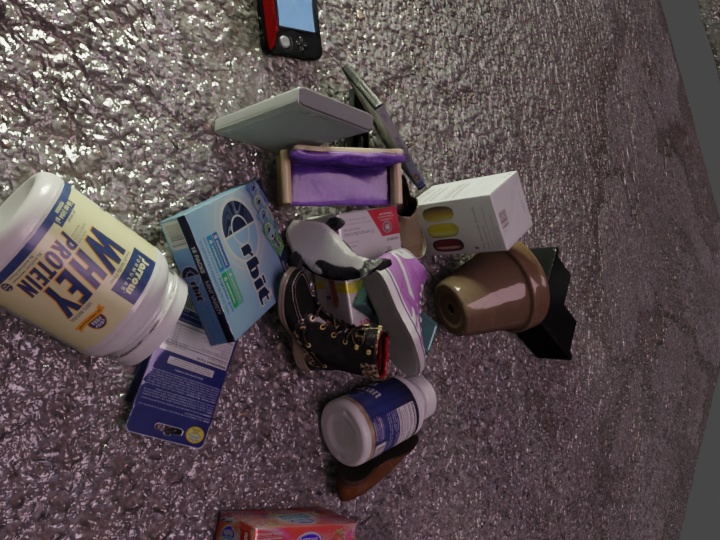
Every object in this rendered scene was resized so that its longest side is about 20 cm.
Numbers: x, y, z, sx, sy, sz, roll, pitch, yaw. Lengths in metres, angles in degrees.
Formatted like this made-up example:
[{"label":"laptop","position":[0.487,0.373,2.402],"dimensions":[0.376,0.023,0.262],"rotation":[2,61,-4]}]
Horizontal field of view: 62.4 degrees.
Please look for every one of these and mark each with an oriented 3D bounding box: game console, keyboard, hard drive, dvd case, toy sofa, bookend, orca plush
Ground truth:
[{"label":"game console","position":[-0.103,-0.440,0.899],"dimensions":[0.172,0.118,0.202],"rotation":[-10,96,-44]},{"label":"keyboard","position":[-0.019,-0.220,1.043],"dimensions":[0.104,0.039,0.202],"rotation":[11,79,-67]},{"label":"hard drive","position":[-0.098,-0.205,0.839],"dimensions":[0.131,0.199,0.027],"rotation":[8,84,-43]},{"label":"dvd case","position":[0.041,-0.240,1.003],"dimensions":[0.017,0.143,0.200],"rotation":[-34,139,4]},{"label":"toy sofa","position":[-0.029,-0.143,0.931],"dimensions":[0.198,0.097,0.084],"rotation":[-2,91,-22]},{"label":"bookend","position":[0.453,0.081,1.442],"dimensions":[0.199,0.092,0.201],"rotation":[42,60,-37]},{"label":"orca plush","position":[-0.034,-0.020,0.908],"dimensions":[0.106,0.199,0.071],"rotation":[-63,141,-23]}]

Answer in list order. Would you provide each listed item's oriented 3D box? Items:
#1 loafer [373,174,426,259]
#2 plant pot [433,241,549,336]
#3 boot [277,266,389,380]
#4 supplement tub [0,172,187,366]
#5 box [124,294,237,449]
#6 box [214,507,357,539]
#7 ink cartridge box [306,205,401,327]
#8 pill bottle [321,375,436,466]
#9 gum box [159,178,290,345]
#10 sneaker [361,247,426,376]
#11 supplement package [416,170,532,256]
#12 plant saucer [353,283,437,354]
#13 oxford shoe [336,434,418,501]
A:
[{"label":"loafer","position":[0.077,-0.096,1.093],"dimensions":[0.076,0.068,0.201],"rotation":[-51,125,-33]},{"label":"plant pot","position":[0.246,0.049,1.198],"dimensions":[0.173,0.200,0.202],"rotation":[-18,102,-23]},{"label":"boot","position":[-0.038,0.085,0.886],"dimensions":[0.073,0.149,0.201],"rotation":[-57,148,-47]},{"label":"supplement tub","position":[-0.310,0.005,0.662],"dimensions":[0.200,0.144,0.146],"rotation":[42,61,-34]},{"label":"box","position":[-0.237,0.128,0.808],"dimensions":[0.121,0.032,0.202],"rotation":[31,66,-39]},{"label":"box","position":[-0.110,0.414,0.878],"dimensions":[0.199,0.094,0.104],"rotation":[20,74,-42]},{"label":"ink cartridge box","position":[0.000,0.000,1.008],"dimensions":[0.144,0.083,0.202],"rotation":[-13,98,-43]},{"label":"pill bottle","position":[0.039,0.245,1.019],"dimensions":[0.199,0.111,0.112],"rotation":[-13,98,-44]},{"label":"gum box","position":[-0.170,-0.020,0.818],"dimensions":[0.200,0.044,0.171],"rotation":[-50,124,-62]},{"label":"sneaker","position":[0.082,0.062,0.957],"dimensions":[0.114,0.072,0.202],"rotation":[-33,113,-42]},{"label":"supplement package","position":[0.202,-0.103,1.128],"dimensions":[0.109,0.199,0.114],"rotation":[-37,113,-39]},{"label":"plant saucer","position":[0.067,0.076,1.002],"dimensions":[0.200,0.019,0.070],"rotation":[38,64,-37]},{"label":"oxford shoe","position":[0.027,0.337,1.049],"dimensions":[0.199,0.071,0.072],"rotation":[-19,129,-43]}]
